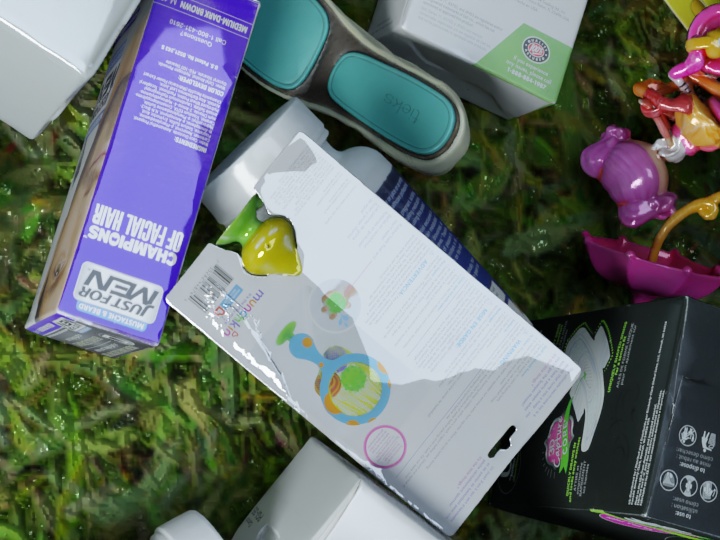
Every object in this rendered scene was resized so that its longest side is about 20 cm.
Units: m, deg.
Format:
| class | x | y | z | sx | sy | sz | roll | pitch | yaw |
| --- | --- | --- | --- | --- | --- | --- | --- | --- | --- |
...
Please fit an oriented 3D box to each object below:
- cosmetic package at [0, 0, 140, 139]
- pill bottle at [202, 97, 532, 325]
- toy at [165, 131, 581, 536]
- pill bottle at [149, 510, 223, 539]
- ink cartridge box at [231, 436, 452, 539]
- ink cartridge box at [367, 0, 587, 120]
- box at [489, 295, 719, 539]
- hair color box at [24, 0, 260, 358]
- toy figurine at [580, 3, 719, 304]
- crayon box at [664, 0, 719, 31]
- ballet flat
| class | x | y | z | sx | sy | sz | roll | pitch | yaw |
| --- | --- | --- | --- | --- | --- | --- | --- | --- | --- |
| cosmetic package | -0.203 | -0.203 | 0.878 | 0.199 | 0.165 | 0.166 | 33 | 73 | -15 |
| pill bottle | 0.000 | 0.000 | 0.960 | 0.200 | 0.111 | 0.111 | 47 | 71 | -10 |
| toy | 0.007 | 0.033 | 0.884 | 0.199 | 0.047 | 0.115 | 40 | 91 | -8 |
| pill bottle | -0.154 | 0.217 | 0.875 | 0.199 | 0.116 | 0.117 | -27 | 94 | -21 |
| ink cartridge box | 0.036 | 0.193 | 0.927 | 0.199 | 0.146 | 0.083 | 39 | 85 | -13 |
| ink cartridge box | 0.091 | -0.214 | 1.042 | 0.116 | 0.067 | 0.202 | 23 | 77 | -18 |
| box | 0.190 | 0.101 | 0.973 | 0.147 | 0.200 | 0.126 | 18 | 79 | -18 |
| hair color box | -0.124 | -0.057 | 0.921 | 0.064 | 0.109 | 0.202 | 18 | 78 | -18 |
| toy figurine | 0.212 | -0.069 | 1.030 | 0.183 | 0.150 | 0.201 | -36 | 78 | 13 |
| crayon box | 0.281 | -0.210 | 1.122 | 0.200 | 0.051 | 0.127 | -44 | 99 | -20 |
| ballet flat | -0.015 | -0.123 | 0.988 | 0.199 | 0.070 | 0.070 | 39 | 71 | 14 |
